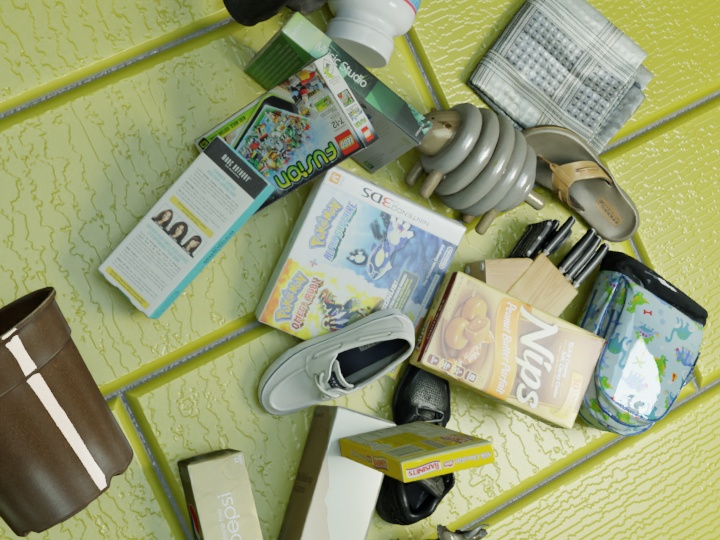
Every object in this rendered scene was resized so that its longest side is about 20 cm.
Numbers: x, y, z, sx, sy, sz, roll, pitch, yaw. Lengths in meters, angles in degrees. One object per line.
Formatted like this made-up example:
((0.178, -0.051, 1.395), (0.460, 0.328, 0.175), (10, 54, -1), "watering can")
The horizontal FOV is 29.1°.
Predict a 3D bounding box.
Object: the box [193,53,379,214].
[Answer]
((-0.085, -0.146, 1.546), (0.110, 0.200, 0.035), (58, 36, -5), "box")

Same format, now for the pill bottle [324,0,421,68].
((0.025, -0.347, 1.633), (0.108, 0.109, 0.201), (21, 79, -15), "pill bottle")

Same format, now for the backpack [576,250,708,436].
((0.329, 0.103, 1.690), (0.163, 0.154, 0.200), (34, 90, -19), "backpack")

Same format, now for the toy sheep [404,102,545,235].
((0.140, -0.124, 1.647), (0.200, 0.138, 0.138), (31, 77, -28), "toy sheep")

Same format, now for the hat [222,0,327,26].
((-0.065, -0.352, 1.590), (0.081, 0.200, 0.201), (34, 75, -40), "hat")

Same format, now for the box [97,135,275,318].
((-0.192, -0.047, 1.536), (0.082, 0.049, 0.200), (43, 91, 5), "box")

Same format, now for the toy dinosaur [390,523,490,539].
((0.063, 0.362, 1.594), (0.077, 0.102, 0.200), (37, 75, -11), "toy dinosaur")

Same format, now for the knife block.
((0.220, 0.035, 1.689), (0.175, 0.064, 0.201), (-1, 86, -17), "knife block")

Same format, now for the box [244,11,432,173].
((-0.027, -0.200, 1.586), (0.200, 0.144, 0.036), (37, 69, -12), "box")

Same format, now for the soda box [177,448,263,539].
((-0.147, 0.304, 1.552), (0.067, 0.064, 0.201), (-13, 90, -18), "soda box")

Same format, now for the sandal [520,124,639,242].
((0.270, -0.104, 1.706), (0.200, 0.054, 0.080), (43, 112, -14), "sandal")

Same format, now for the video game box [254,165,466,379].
((0.000, 0.000, 1.605), (0.182, 0.047, 0.201), (24, 96, -12), "video game box")

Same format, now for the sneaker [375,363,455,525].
((0.076, 0.198, 1.606), (0.076, 0.114, 0.200), (18, 79, -17), "sneaker")

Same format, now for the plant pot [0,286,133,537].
((-0.351, 0.154, 1.440), (0.200, 0.200, 0.199), (-35, 104, -17), "plant pot")

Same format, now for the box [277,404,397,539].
((-0.031, 0.259, 1.577), (0.077, 0.095, 0.201), (18, 79, -15), "box")

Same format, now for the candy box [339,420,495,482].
((0.055, 0.188, 1.457), (0.102, 0.200, 0.027), (-8, 93, -18), "candy box")

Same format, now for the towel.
((0.258, -0.242, 1.738), (0.200, 0.035, 0.193), (41, 75, -12), "towel")

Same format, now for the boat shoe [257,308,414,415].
((-0.029, 0.110, 1.567), (0.200, 0.065, 0.074), (-33, 113, 9), "boat shoe")

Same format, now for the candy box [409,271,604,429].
((0.170, 0.093, 1.606), (0.199, 0.055, 0.116), (24, 82, -12), "candy box")
